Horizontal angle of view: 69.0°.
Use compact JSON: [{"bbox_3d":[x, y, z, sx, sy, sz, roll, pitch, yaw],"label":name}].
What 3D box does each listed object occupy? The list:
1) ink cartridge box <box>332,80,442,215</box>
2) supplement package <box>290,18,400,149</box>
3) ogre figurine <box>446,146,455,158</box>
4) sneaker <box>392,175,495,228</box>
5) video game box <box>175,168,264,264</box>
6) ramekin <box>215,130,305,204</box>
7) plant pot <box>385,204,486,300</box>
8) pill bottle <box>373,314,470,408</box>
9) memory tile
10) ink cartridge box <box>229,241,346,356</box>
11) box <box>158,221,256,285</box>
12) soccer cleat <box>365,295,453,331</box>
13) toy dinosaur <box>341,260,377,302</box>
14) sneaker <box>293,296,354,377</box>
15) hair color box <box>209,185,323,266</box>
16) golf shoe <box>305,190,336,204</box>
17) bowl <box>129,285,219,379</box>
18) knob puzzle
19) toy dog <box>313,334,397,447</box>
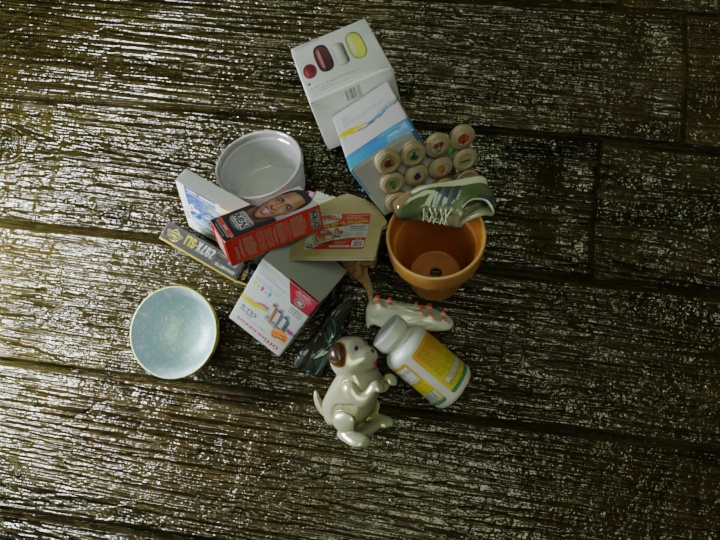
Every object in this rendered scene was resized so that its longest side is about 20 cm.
[{"bbox_3d":[0.052,-0.255,1.087,0.145,0.147,0.201,-30,46,13],"label":"ink cartridge box"},{"bbox_3d":[-0.031,-0.422,1.187,0.190,0.147,0.201,-22,56,2],"label":"supplement package"},{"bbox_3d":[0.126,-0.235,1.214,0.198,0.098,0.121,7,64,-10],"label":"ogre figurine"},{"bbox_3d":[0.169,-0.121,1.020,0.198,0.067,0.090,-15,56,-4],"label":"sneaker"},{"bbox_3d":[-0.311,-0.116,1.183,0.199,0.183,0.047,29,64,8],"label":"video game box"},{"bbox_3d":[-0.219,-0.212,1.202,0.198,0.105,0.202,-4,59,6],"label":"ramekin"},{"bbox_3d":[0.159,-0.030,1.118,0.198,0.184,0.202,-3,62,6],"label":"plant pot"},{"bbox_3d":[0.127,0.190,1.119,0.200,0.113,0.113,40,86,-6],"label":"pill bottle"},{"bbox_3d":[0.132,-0.193,1.018,0.198,0.154,0.017,-18,47,-1],"label":"memory tile"},{"bbox_3d":[-0.155,0.049,1.114,0.145,0.145,0.200,38,128,0],"label":"ink cartridge box"},{"bbox_3d":[-0.330,-0.032,1.184,0.199,0.160,0.050,29,85,7],"label":"box"},{"bbox_3d":[0.108,0.112,1.183,0.198,0.069,0.078,12,112,0],"label":"soccer cleat"},{"bbox_3d":[0.000,0.000,1.206,0.106,0.060,0.201,-39,107,-6],"label":"toy dinosaur"},{"bbox_3d":[-0.068,0.150,1.191,0.079,0.075,0.201,35,92,-5],"label":"sneaker"},{"bbox_3d":[-0.185,-0.092,1.044,0.199,0.062,0.102,-24,41,-20],"label":"hair color box"},{"bbox_3d":[-0.076,-0.146,1.185,0.199,0.075,0.092,-22,91,-36],"label":"golf shoe"},{"bbox_3d":[-0.403,0.141,1.190,0.198,0.108,0.202,-1,82,5],"label":"bowl"},{"bbox_3d":[-0.040,-0.086,1.085,0.217,0.031,0.221,-7,44,7],"label":"knob puzzle"},{"bbox_3d":[-0.012,0.239,1.127,0.193,0.139,0.202,12,105,42],"label":"toy dog"}]
